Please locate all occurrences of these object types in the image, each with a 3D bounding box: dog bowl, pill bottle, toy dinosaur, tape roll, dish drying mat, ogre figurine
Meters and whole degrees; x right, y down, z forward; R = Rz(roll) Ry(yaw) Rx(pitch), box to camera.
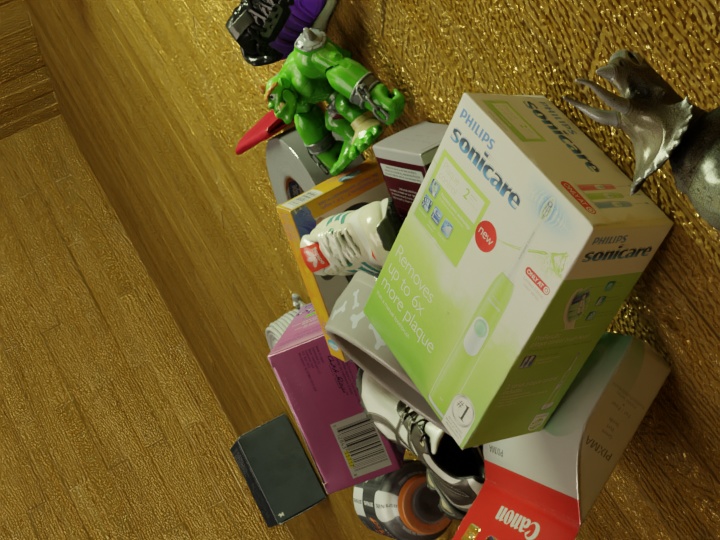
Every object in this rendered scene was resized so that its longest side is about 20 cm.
[{"bbox_3d":[0.052,0.084,1.007,0.199,0.059,0.200,37,171,7],"label":"dog bowl"},{"bbox_3d":[0.062,0.302,1.466,0.107,0.105,0.200,63,164,1],"label":"pill bottle"},{"bbox_3d":[0.195,-0.043,0.530,0.200,0.101,0.078,48,158,46],"label":"toy dinosaur"},{"bbox_3d":[-0.036,-0.072,1.284,0.201,0.066,0.201,55,162,27],"label":"tape roll"},{"bbox_3d":[-0.105,-0.175,1.334,0.018,0.077,0.200,49,167,-12],"label":"dish drying mat"},{"bbox_3d":[-0.031,-0.166,1.092,0.120,0.098,0.200,47,180,-4],"label":"ogre figurine"}]

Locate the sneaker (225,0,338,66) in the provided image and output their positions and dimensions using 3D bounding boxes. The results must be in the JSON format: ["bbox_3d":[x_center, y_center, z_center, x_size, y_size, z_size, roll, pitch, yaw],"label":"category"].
[{"bbox_3d":[-0.083,-0.256,1.087,0.070,0.099,0.200,58,163,12],"label":"sneaker"}]

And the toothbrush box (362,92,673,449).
[{"bbox_3d":[0.101,0.000,0.784,0.146,0.085,0.201,53,131,35],"label":"toothbrush box"}]

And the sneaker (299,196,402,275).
[{"bbox_3d":[-0.007,-0.019,1.021,0.200,0.092,0.071,-133,21,-84],"label":"sneaker"}]

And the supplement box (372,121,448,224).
[{"bbox_3d":[0.086,-0.024,0.978,0.109,0.060,0.202,26,138,66],"label":"supplement box"}]

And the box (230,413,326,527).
[{"bbox_3d":[-0.181,0.434,2.399,0.202,0.123,0.197,62,165,8],"label":"box"}]

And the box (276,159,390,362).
[{"bbox_3d":[0.000,0.000,1.179,0.041,0.118,0.202,17,132,61],"label":"box"}]

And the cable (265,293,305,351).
[{"bbox_3d":[-0.079,0.161,1.763,0.201,0.069,0.201,56,162,26],"label":"cable"}]

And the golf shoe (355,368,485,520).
[{"bbox_3d":[0.073,0.160,1.166,0.200,0.077,0.095,48,155,18],"label":"golf shoe"}]

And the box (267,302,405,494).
[{"bbox_3d":[-0.015,0.134,1.326,0.200,0.096,0.178,-61,-51,-75],"label":"box"}]

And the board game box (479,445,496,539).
[{"bbox_3d":[0.128,0.205,1.234,0.135,0.034,0.202,38,149,57],"label":"board game box"}]

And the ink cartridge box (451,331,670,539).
[{"bbox_3d":[0.131,0.137,0.848,0.050,0.201,0.161,37,170,-16],"label":"ink cartridge box"}]
